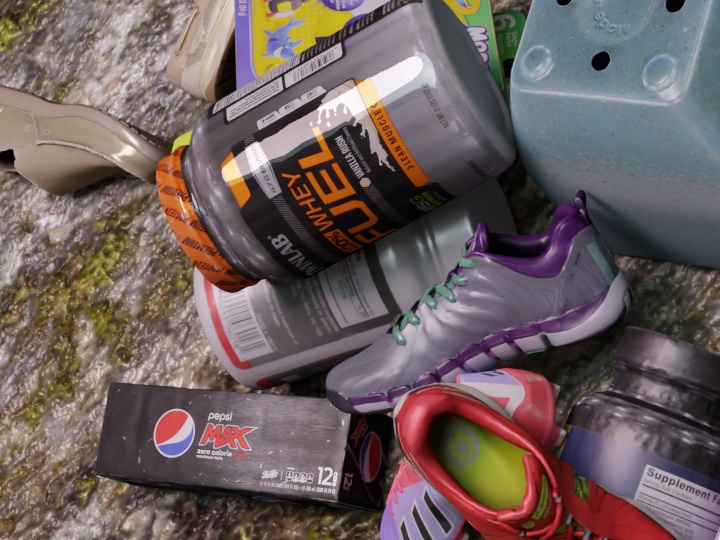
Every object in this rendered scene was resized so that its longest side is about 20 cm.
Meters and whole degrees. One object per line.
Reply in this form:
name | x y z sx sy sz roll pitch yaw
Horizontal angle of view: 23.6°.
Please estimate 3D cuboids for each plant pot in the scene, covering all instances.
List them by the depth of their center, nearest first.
plant pot | 0.195 -0.119 1.008 0.196 0.200 0.197 11 81 40

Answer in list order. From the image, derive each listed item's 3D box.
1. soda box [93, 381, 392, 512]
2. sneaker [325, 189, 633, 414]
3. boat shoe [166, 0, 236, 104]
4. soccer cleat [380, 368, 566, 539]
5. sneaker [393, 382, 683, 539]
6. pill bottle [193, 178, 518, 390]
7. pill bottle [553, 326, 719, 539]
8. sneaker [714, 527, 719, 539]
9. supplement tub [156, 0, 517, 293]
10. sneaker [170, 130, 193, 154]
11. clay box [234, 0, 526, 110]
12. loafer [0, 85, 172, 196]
soda box | -0.082 0.120 1.181 0.199 0.063 0.071 2 76 28
sneaker | 0.061 0.018 1.051 0.199 0.074 0.088 -22 108 11
boat shoe | -0.086 -0.222 1.284 0.065 0.072 0.201 25 93 30
soccer cleat | 0.050 0.119 1.062 0.200 0.076 0.067 -49 34 47
sneaker | 0.097 0.134 0.926 0.200 0.085 0.077 34 89 8
pill bottle | 0.000 0.000 1.144 0.199 0.114 0.114 -19 67 22
pill bottle | 0.161 0.141 1.017 0.111 0.112 0.201 18 84 31
sneaker | 0.225 0.221 0.938 0.072 0.114 0.202 -13 89 22
supplement tub | -0.016 -0.072 1.041 0.199 0.122 0.123 -29 64 17
sneaker | -0.039 -0.076 1.168 0.199 0.081 0.074 -21 110 1
clay box | 0.017 -0.142 1.142 0.199 0.048 0.115 -5 52 -1
loafer | -0.220 -0.090 1.317 0.199 0.076 0.069 16 85 40
